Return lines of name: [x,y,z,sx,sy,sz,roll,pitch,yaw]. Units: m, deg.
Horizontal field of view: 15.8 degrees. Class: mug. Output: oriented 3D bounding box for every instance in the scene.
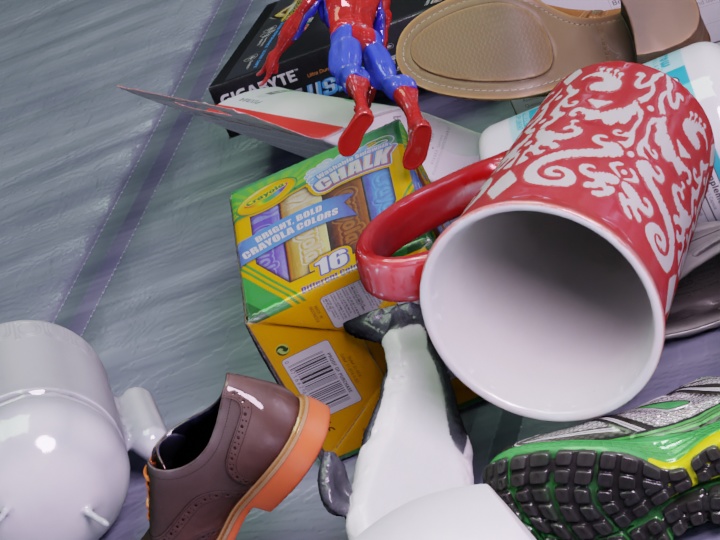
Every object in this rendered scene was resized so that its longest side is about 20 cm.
mug: [0.106,-0.036,1.438,0.177,0.134,0.200,26,36,5]

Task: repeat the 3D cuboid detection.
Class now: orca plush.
orca plush: [0.016,0.118,1.470,0.105,0.071,0.200,-4,58,-19]

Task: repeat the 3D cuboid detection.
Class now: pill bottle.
pill bottle: [0.181,-0.071,1.592,0.200,0.111,0.111,-22,31,10]

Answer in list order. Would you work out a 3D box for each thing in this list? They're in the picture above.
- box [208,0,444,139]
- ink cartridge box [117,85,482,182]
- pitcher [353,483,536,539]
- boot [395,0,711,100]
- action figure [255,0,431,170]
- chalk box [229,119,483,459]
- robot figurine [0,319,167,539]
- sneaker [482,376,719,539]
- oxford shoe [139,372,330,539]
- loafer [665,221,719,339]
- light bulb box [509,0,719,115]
box: [0.004,-0.179,1.923,0.198,0.050,0.200,-18,18,20]
ink cartridge box: [-0.039,-0.105,1.741,0.161,0.200,0.050,14,85,54]
pitcher: [0.005,0.192,1.333,0.200,0.121,0.172,-40,31,1]
boot: [0.127,-0.126,1.675,0.199,0.155,0.074,-4,76,5]
action figure: [-0.011,-0.116,1.613,0.200,0.065,0.099,-102,32,-49]
chalk box: [0.000,0.000,1.617,0.124,0.125,0.200,-23,32,8]
robot figurine: [-0.207,0.107,1.630,0.169,0.113,0.200,-11,29,-9]
sneaker: [0.164,0.104,1.392,0.199,0.078,0.085,-9,27,14]
oxford shoe: [-0.098,0.126,1.488,0.200,0.072,0.071,-50,20,32]
loafer: [0.239,-0.005,1.494,0.200,0.070,0.070,-21,35,26]
light bulb box: [0.168,-0.230,1.756,0.198,0.200,0.125,-15,32,19]
